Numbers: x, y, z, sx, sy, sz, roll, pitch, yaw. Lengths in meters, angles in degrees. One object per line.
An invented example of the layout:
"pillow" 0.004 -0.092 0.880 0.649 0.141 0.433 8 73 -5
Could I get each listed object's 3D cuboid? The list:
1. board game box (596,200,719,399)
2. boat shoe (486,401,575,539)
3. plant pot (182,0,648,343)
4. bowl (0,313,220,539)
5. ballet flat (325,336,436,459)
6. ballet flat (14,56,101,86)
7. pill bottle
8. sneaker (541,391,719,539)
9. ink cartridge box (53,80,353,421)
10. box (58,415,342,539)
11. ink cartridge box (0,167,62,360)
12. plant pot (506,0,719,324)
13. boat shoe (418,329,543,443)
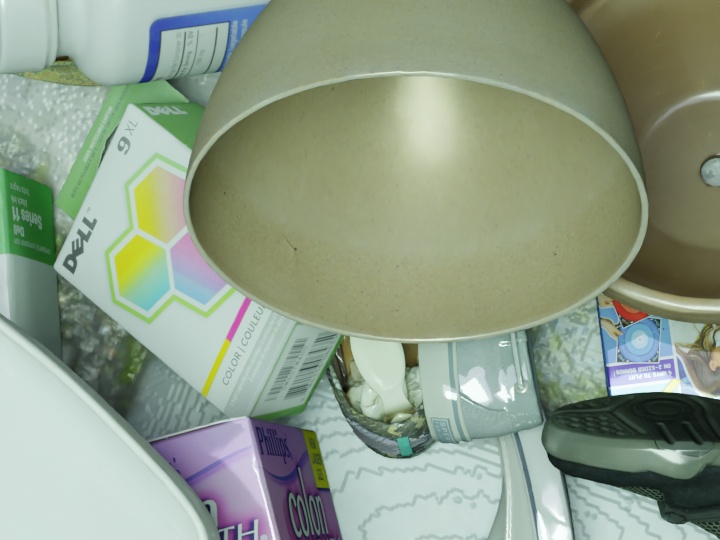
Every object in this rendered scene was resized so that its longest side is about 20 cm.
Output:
"board game box" 0.224 0.027 1.030 0.200 0.034 0.135 -7 82 8
"boat shoe" 0.080 0.168 1.021 0.066 0.072 0.200 -6 91 3
"plant pot" 0.026 -0.076 0.894 0.200 0.200 0.135 -2 55 8
"bowl" -0.169 0.129 0.886 0.200 0.075 0.200 40 98 16
"ballet flat" 0.000 0.000 1.051 0.072 0.072 0.200 -18 81 6
"ballet flat" -0.180 -0.138 1.096 0.200 0.071 0.071 0 83 8
"pill bottle" -0.096 -0.156 1.027 0.200 0.112 0.112 -10 81 -18
"sneaker" 0.184 0.122 0.981 0.199 0.076 0.114 7 108 -4
"ink cartridge box" -0.092 -0.020 1.034 0.200 0.059 0.104 39 114 25
"box" -0.057 0.182 0.983 0.097 0.176 0.200 -17 80 7
"ink cartridge box" -0.239 0.055 1.073 0.147 0.083 0.200 -7 83 8
"plant pot" 0.177 -0.063 0.988 0.201 0.093 0.201 -4 72 11
"boat shoe" 0.070 -0.007 1.024 0.071 0.070 0.201 -3 64 11
